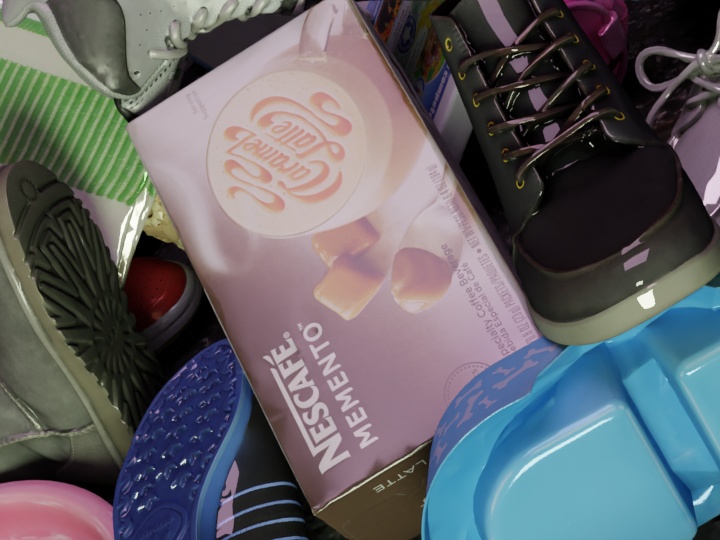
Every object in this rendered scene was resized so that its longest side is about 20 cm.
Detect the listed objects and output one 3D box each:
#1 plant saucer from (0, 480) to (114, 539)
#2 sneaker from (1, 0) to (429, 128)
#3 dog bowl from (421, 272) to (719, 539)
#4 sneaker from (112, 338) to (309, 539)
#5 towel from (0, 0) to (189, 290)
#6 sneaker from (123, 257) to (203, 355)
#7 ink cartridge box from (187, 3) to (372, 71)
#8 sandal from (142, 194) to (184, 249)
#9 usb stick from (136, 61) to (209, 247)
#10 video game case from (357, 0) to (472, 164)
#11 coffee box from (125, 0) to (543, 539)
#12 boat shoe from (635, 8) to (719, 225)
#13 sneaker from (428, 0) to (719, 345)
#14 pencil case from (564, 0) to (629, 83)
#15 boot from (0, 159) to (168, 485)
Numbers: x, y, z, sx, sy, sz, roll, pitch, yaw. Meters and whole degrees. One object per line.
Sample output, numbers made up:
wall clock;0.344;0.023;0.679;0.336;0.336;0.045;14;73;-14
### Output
plant saucer;-0.164;0.182;0.768;0.200;0.051;0.201;-19;41;17
sneaker;-0.062;-0.112;0.809;0.075;0.200;0.116;-152;73;-81
dog bowl;0.112;0.056;0.664;0.200;0.112;0.050;-30;25;6
sneaker;-0.051;0.117;0.734;0.070;0.078;0.200;-29;34;26
towel;-0.173;-0.030;0.866;0.152;0.200;0.023;18;14;4
sneaker;-0.183;0.000;0.920;0.200;0.113;0.071;-8;42;29
ink cartridge box;-0.095;-0.153;0.948;0.067;0.116;0.200;-59;35;4
sandal;-0.098;-0.043;0.904;0.070;0.078;0.212;-18;43;-29
usb stick;-0.092;-0.081;1.005;0.055;0.033;0.200;13;58;46
video game case;0.013;-0.115;0.901;0.143;0.018;0.200;-69;27;23
coffee box;0.000;0.000;0.762;0.114;0.080;0.200;-31;61;7
boat shoe;0.162;-0.079;0.780;0.075;0.086;0.202;17;60;45
sneaker;0.068;-0.049;0.678;0.075;0.106;0.200;-30;18;6
pencil case;0.071;-0.146;0.919;0.094;0.091;0.200;-23;42;2
boot;-0.198;0.052;0.837;0.200;0.182;0.073;-11;25;21
